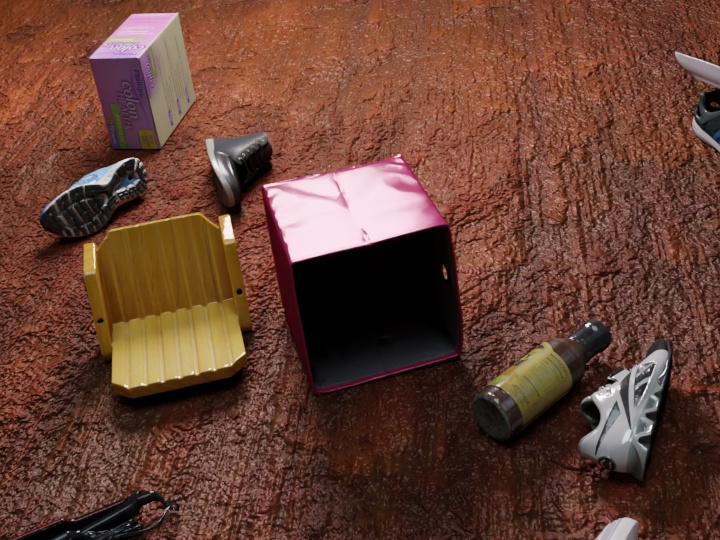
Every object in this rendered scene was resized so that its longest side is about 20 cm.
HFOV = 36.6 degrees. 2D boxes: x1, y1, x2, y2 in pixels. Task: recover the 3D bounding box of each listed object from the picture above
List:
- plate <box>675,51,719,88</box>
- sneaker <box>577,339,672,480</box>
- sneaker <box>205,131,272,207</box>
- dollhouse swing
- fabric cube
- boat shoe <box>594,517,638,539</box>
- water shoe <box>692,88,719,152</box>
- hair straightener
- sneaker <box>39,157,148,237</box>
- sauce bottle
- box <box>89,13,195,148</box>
[{"bbox_3d":[0.623,-0.287,1.735,0.199,0.032,0.200,12,19,-27],"label":"plate"},{"bbox_3d":[0.293,0.139,1.204,0.088,0.074,0.200,11,37,22],"label":"sneaker"},{"bbox_3d":[-0.189,-0.174,1.763,0.106,0.075,0.200,-15,33,-6],"label":"sneaker"},{"bbox_3d":[-0.246,0.039,1.390,0.199,0.183,0.176,-11,14,-6],"label":"dollhouse swing"},{"bbox_3d":[0.000,0.000,1.362,0.199,0.197,0.200,-14,32,-8],"label":"fabric cube"},{"bbox_3d":[0.194,0.299,1.002,0.068,0.072,0.200,17,50,31],"label":"boat shoe"},{"bbox_3d":[0.580,-0.216,1.667,0.071,0.079,0.200,-21,36,-19],"label":"water shoe"},{"bbox_3d":[-0.282,0.287,1.142,0.199,0.041,0.077,-17,35,-21],"label":"hair straightener"},{"bbox_3d":[-0.433,-0.111,1.744,0.090,0.079,0.200,-3,25,43],"label":"sneaker"},{"bbox_3d":[0.215,0.121,1.259,0.200,0.065,0.065,-31,40,-33],"label":"sauce bottle"},{"bbox_3d":[-0.388,-0.343,1.964,0.096,0.177,0.200,1,35,13],"label":"box"}]
